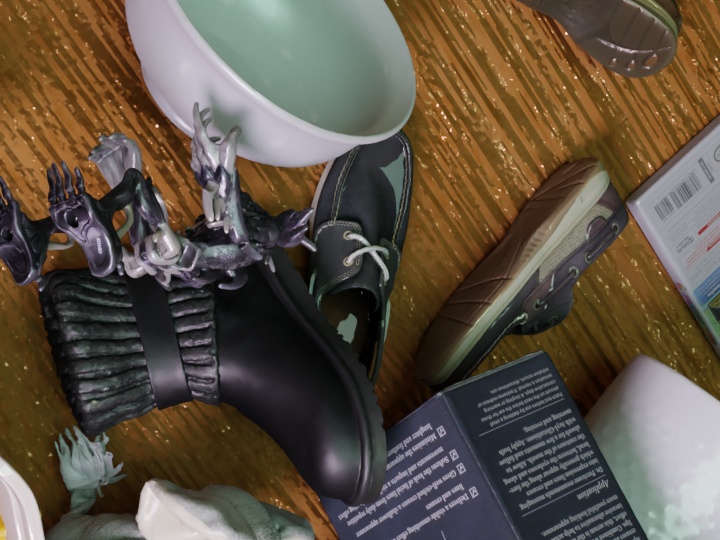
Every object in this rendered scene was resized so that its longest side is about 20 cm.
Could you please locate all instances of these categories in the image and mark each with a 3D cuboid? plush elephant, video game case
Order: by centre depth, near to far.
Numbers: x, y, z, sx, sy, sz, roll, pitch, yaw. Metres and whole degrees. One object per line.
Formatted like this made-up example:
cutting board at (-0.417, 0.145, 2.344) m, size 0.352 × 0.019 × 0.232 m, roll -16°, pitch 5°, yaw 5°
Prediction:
plush elephant at (-0.107, 0.189, 1.028) m, size 0.164 × 0.154 × 0.202 m, roll 12°, pitch 73°, yaw -63°
video game case at (0.296, -0.015, 1.286) m, size 0.143 × 0.018 × 0.201 m, roll -40°, pitch 109°, yaw -17°

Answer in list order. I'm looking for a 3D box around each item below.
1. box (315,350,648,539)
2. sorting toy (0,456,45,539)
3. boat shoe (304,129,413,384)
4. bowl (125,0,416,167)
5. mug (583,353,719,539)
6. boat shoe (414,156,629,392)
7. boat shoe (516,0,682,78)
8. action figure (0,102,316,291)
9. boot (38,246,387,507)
box at (0.087, 0.178, 1.082) m, size 0.107 × 0.148 × 0.201 m, roll -17°, pitch 75°, yaw -43°
sorting toy at (-0.219, 0.149, 0.963) m, size 0.106 × 0.180 × 0.202 m, roll -16°, pitch 101°, yaw -32°
boat shoe at (0.000, 0.000, 1.122) m, size 0.071 × 0.068 × 0.202 m, roll 17°, pitch 86°, yaw -24°
bowl at (-0.069, -0.134, 1.041) m, size 0.200 × 0.090 × 0.202 m, roll 31°, pitch 37°, yaw -26°
mug at (0.204, 0.182, 1.204) m, size 0.176 × 0.147 × 0.200 m, roll -51°, pitch 143°, yaw -4°
boat shoe at (0.115, 0.012, 1.175) m, size 0.065 × 0.072 × 0.200 m, roll 45°, pitch 70°, yaw -17°
boat shoe at (0.138, -0.215, 1.173) m, size 0.200 × 0.072 × 0.068 m, roll 38°, pitch 45°, yaw -15°
action figure at (-0.106, -0.038, 0.964) m, size 0.199 × 0.118 × 0.103 m, roll -2°, pitch 79°, yaw -53°
boot at (-0.092, 0.071, 1.034) m, size 0.157 × 0.212 × 0.080 m, roll -14°, pitch 141°, yaw -27°
